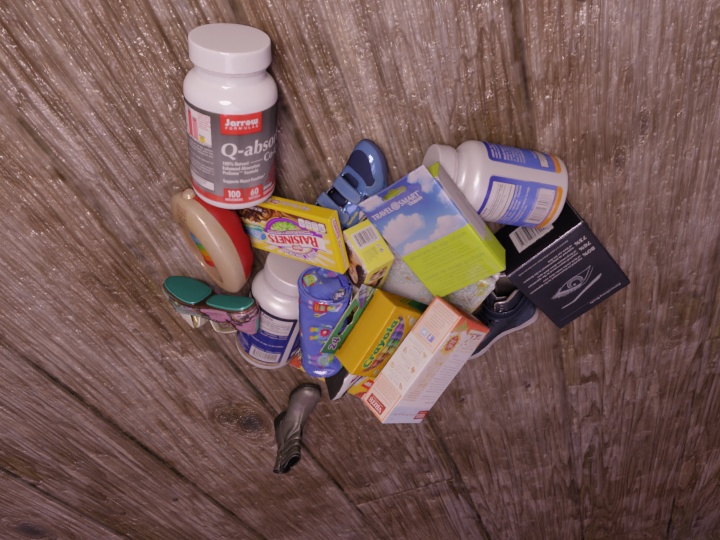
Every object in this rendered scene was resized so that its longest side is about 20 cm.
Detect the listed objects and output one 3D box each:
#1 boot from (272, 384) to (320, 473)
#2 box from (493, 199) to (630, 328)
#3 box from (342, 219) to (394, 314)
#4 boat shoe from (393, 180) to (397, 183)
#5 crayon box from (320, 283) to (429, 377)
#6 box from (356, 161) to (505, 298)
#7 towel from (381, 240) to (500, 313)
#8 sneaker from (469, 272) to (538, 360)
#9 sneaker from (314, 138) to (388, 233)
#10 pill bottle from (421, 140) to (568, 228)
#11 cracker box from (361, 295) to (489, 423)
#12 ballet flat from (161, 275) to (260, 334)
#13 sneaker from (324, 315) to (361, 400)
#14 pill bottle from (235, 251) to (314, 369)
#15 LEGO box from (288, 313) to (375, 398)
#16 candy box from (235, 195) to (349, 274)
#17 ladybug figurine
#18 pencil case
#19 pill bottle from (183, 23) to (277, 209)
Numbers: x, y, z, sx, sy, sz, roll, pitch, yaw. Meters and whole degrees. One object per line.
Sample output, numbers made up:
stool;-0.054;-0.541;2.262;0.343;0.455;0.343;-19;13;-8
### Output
boot;-0.137;0.352;1.147;0.067;0.132;0.201;16;128;-23
box;0.339;-0.016;0.901;0.147;0.105;0.199;-38;127;20
box;0.000;0.000;0.825;0.050;0.076;0.201;-27;163;-16
boat shoe;0.117;-0.068;0.853;0.071;0.061;0.201;-33;129;21
crayon box;0.044;0.105;0.827;0.199;0.052;0.127;20;107;-49
box;0.102;-0.057;0.737;0.121;0.048;0.200;-26;119;32
towel;0.115;0.022;0.890;0.197;0.049;0.172;17;146;-4
sneaker;0.229;0.086;0.990;0.201;0.078;0.146;-33;141;8
sneaker;-0.022;-0.098;0.779;0.081;0.074;0.202;-17;141;-41
pill bottle;0.192;-0.129;0.775;0.196;0.113;0.113;7;131;-13
cracker box;0.105;0.147;0.828;0.201;0.058;0.133;-55;146;7
ballet flat;-0.246;0.065;0.858;0.197;0.069;0.072;13;119;25
sneaker;0.002;0.162;0.930;0.085;0.081;0.201;7;135;-28
pill bottle;-0.139;0.064;0.897;0.114;0.117;0.202;12;129;-19
LEGO box;-0.021;0.151;1.019;0.199;0.078;0.148;33;120;-32
candy box;-0.111;-0.061;0.775;0.197;0.027;0.103;16;142;28
ladybug figurine;-0.214;-0.050;0.785;0.072;0.135;0.201;-41;151;-22
pencil case;-0.055;0.082;0.825;0.085;0.079;0.202;-3;134;-9
pill bottle;-0.162;-0.190;0.662;0.114;0.117;0.202;1;132;-10
